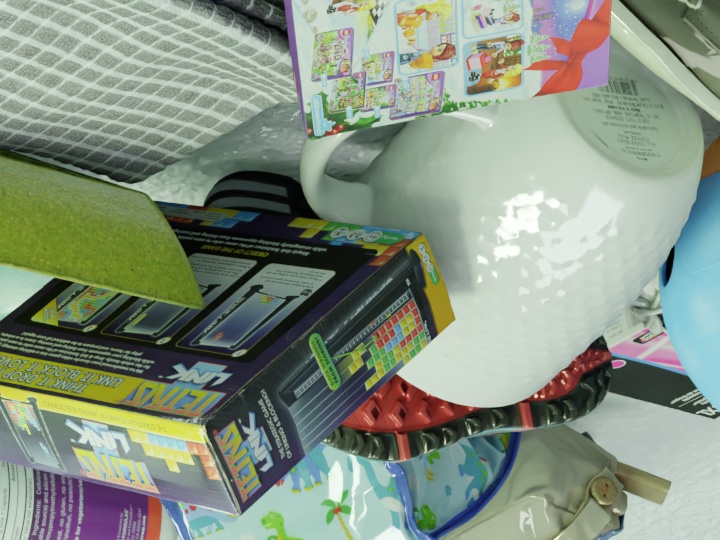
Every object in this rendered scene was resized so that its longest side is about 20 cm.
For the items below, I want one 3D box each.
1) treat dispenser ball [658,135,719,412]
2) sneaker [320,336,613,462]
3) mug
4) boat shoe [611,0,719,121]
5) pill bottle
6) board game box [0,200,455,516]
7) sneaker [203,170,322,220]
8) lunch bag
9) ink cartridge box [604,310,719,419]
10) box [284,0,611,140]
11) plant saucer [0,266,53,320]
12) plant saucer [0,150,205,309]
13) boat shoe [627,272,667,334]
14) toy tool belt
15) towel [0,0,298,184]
[{"bbox_3d":[0.259,0.001,1.371,0.201,0.201,0.201,-7,154,-4],"label":"treat dispenser ball"},{"bbox_3d":[0.036,0.071,1.432,0.200,0.079,0.096,-1,168,-23],"label":"sneaker"},{"bbox_3d":[0.065,-0.042,1.295,0.200,0.148,0.175,17,141,-24],"label":"mug"},{"bbox_3d":[0.173,-0.105,1.228,0.202,0.072,0.060,40,96,-13],"label":"boat shoe"},{"bbox_3d":[-0.222,0.154,1.624,0.200,0.113,0.112,10,148,-33],"label":"pill bottle"},{"bbox_3d":[-0.081,0.037,1.260,0.200,0.165,0.057,8,130,45],"label":"board game box"},{"bbox_3d":[0.000,0.000,1.420,0.200,0.074,0.088,11,134,-18],"label":"sneaker"},{"bbox_3d":[-0.001,0.125,1.628,0.170,0.127,0.200,-25,179,30],"label":"lunch bag"},{"bbox_3d":[0.222,0.055,1.656,0.200,0.037,0.095,13,147,-40],"label":"ink cartridge box"},{"bbox_3d":[0.034,-0.140,1.054,0.137,0.039,0.200,-10,144,-4],"label":"box"},{"bbox_3d":[-0.162,0.056,1.463,0.200,0.036,0.200,3,138,2],"label":"plant saucer"},{"bbox_3d":[-0.198,-0.040,1.237,0.200,0.048,0.200,14,-177,-39],"label":"plant saucer"},{"bbox_3d":[0.179,0.002,1.492,0.071,0.070,0.200,-28,148,34],"label":"boat shoe"},{"bbox_3d":[0.113,0.174,1.761,0.123,0.125,0.200,16,146,-25],"label":"toy tool belt"},{"bbox_3d":[-0.113,-0.111,1.162,0.166,0.086,0.200,-28,148,36],"label":"towel"}]
